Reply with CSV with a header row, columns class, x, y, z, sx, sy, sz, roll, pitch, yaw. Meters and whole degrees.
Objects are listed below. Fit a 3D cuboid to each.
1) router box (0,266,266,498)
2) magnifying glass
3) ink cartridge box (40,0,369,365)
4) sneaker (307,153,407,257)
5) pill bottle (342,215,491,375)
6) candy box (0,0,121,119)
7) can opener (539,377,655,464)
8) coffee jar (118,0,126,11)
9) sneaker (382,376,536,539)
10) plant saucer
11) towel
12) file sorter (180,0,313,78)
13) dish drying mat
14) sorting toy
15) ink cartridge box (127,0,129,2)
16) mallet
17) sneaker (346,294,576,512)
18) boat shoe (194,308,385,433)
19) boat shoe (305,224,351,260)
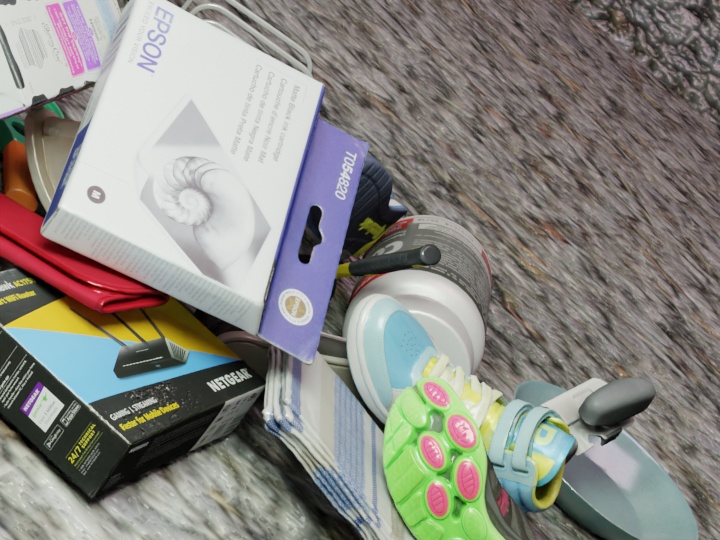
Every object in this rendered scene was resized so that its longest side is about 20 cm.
class,x,y,z,sx,sy,sz,roll,pitch,yaw
router box,-0.164,0.058,1.241,0.149,0.051,0.200,41,19,11
magnifying glass,-0.256,-0.099,1.467,0.080,0.022,0.200,30,23,-25
ink cartridge box,-0.088,-0.063,1.277,0.200,0.041,0.200,27,51,-18
sneaker,-0.020,-0.065,1.522,0.082,0.074,0.200,50,-2,11
pill bottle,0.045,0.039,1.566,0.114,0.114,0.200,37,20,-7
candy box,-0.262,-0.129,1.292,0.200,0.168,0.072,-42,114,-70
can opener,0.149,0.127,1.547,0.200,0.066,0.053,-24,61,-37
coffee jar,-0.285,-0.237,1.569,0.200,0.104,0.085,42,11,27
sneaker,0.073,0.169,1.342,0.084,0.077,0.200,-22,89,-84
plant saucer,0.197,0.176,1.651,0.201,0.039,0.201,35,20,-14
towel,-0.002,0.136,1.335,0.200,0.024,0.147,52,14,-20
file sorter,-0.119,-0.136,1.637,0.139,0.125,0.200,34,20,-15
dish drying mat,-0.220,-0.025,1.259,0.200,0.018,0.077,28,16,24
sorting toy,-0.133,-0.048,1.441,0.200,0.107,0.180,12,5,8
ink cartridge box,-0.254,-0.307,1.700,0.200,0.146,0.084,21,29,-23
mallet,0.000,0.000,1.497,0.066,0.200,0.041,5,81,-43
sneaker,0.081,0.095,1.390,0.080,0.130,0.200,-54,125,-35
boat shoe,-0.035,0.067,1.433,0.200,0.067,0.057,21,31,-33
boat shoe,-0.020,-0.044,1.715,0.069,0.071,0.200,65,10,-7
